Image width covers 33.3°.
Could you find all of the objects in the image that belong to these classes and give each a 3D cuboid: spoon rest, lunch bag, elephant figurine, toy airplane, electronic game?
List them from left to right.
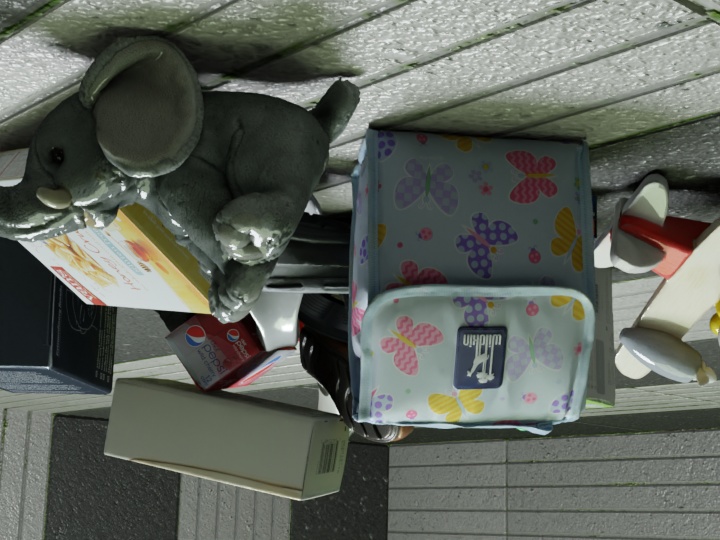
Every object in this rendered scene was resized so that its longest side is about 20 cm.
[{"bbox_3d":[-0.128,-0.069,0.716,0.198,0.156,0.142,28,127,-5],"label":"elephant figurine"},{"bbox_3d":[-0.075,0.000,0.997,0.098,0.061,0.201,-11,138,-5],"label":"spoon rest"},{"bbox_3d":[0.030,0.031,1.142,0.197,0.042,0.200,5,-160,-2],"label":"electronic game"},{"bbox_3d":[0.077,0.011,0.855,0.167,0.203,0.127,4,168,-6],"label":"lunch bag"},{"bbox_3d":[0.281,0.009,0.945,0.197,0.142,0.200,-19,140,13],"label":"toy airplane"}]

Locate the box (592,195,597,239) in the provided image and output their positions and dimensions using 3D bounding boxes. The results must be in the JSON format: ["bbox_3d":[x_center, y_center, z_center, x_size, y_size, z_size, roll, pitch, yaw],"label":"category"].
[{"bbox_3d":[0.112,-0.027,1.059,0.135,0.038,0.200,3,168,-7],"label":"box"}]

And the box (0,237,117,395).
[{"bbox_3d":[-0.300,0.030,1.109,0.106,0.150,0.200,0,167,3],"label":"box"}]

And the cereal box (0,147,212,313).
[{"bbox_3d":[-0.190,-0.029,0.871,0.199,0.040,0.144,0,140,49],"label":"cereal box"}]

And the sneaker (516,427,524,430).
[{"bbox_3d":[0.086,0.102,1.120,0.074,0.085,0.199,-17,-158,-40],"label":"sneaker"}]

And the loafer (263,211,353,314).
[{"bbox_3d":[0.004,0.001,0.948,0.198,0.071,0.068,10,-166,-14],"label":"loafer"}]

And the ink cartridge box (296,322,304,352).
[{"bbox_3d":[-0.054,0.056,1.392,0.115,0.068,0.199,-9,164,42],"label":"ink cartridge box"}]

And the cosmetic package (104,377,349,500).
[{"bbox_3d":[-0.119,0.150,1.094,0.198,0.074,0.103,8,177,21],"label":"cosmetic package"}]

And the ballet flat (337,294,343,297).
[{"bbox_3d":[0.000,0.000,1.065,0.198,0.069,0.075,19,-178,21],"label":"ballet flat"}]

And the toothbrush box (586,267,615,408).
[{"bbox_3d":[0.154,0.068,1.238,0.198,0.148,0.086,-6,166,35],"label":"toothbrush box"}]

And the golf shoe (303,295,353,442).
[{"bbox_3d":[-0.031,0.094,1.298,0.087,0.202,0.077,0,-160,-28],"label":"golf shoe"}]

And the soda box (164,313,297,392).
[{"bbox_3d":[-0.119,0.070,1.160,0.070,0.064,0.200,-35,174,4],"label":"soda box"}]

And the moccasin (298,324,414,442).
[{"bbox_3d":[0.007,0.097,1.093,0.077,0.075,0.201,-8,-167,-18],"label":"moccasin"}]

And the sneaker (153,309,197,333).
[{"bbox_3d":[-0.161,-0.013,1.073,0.091,0.076,0.200,40,141,-2],"label":"sneaker"}]
